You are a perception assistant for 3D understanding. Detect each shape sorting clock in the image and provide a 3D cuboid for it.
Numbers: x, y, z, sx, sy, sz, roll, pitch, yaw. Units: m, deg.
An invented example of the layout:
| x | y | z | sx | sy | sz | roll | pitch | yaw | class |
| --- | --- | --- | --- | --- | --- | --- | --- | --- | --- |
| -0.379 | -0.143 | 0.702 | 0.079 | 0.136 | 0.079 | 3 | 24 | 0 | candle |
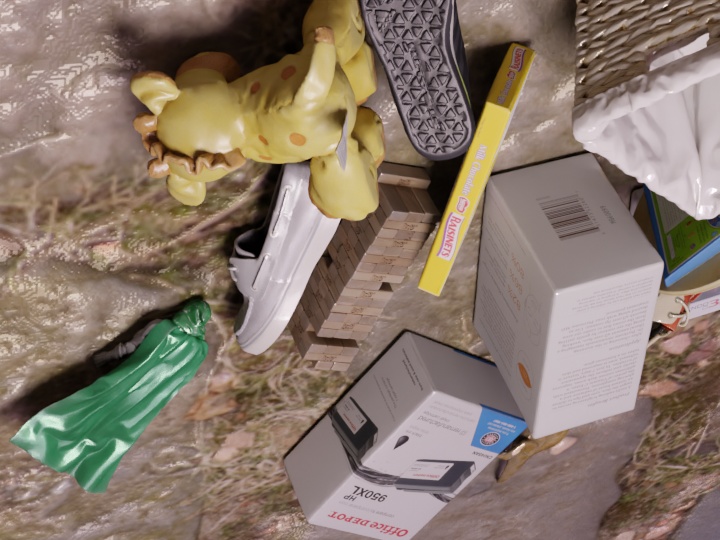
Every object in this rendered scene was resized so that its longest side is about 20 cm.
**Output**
| x | y | z | sx | sy | sz | roll | pitch | yaw | class |
| --- | --- | --- | --- | --- | --- | --- | --- | --- | --- |
| 0.315 | -0.062 | 1.395 | 0.039 | 0.200 | 0.200 | 34 | 113 | -24 | shape sorting clock |

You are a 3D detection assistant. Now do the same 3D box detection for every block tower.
| x | y | z | sx | sy | sz | roll | pitch | yaw | class |
| --- | --- | --- | --- | --- | --- | --- | --- | --- | --- |
| 0.000 | 0.000 | 1.402 | 0.054 | 0.058 | 0.201 | 6 | 129 | -33 | block tower |

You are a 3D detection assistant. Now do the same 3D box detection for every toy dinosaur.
| x | y | z | sx | sy | sz | roll | pitch | yaw | class |
| --- | --- | --- | --- | --- | --- | --- | --- | --- | --- |
| 0.172 | 0.177 | 1.675 | 0.101 | 0.058 | 0.201 | 6 | 130 | -33 | toy dinosaur |

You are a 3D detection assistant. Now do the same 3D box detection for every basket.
| x | y | z | sx | sy | sz | roll | pitch | yaw | class |
| --- | --- | --- | --- | --- | --- | --- | --- | --- | --- |
| 0.291 | -0.168 | 1.257 | 0.198 | 0.162 | 0.199 | -22 | 147 | 36 | basket |

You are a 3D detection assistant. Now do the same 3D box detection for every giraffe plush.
| x | y | z | sx | sy | sz | roll | pitch | yaw | class |
| --- | --- | --- | --- | --- | --- | --- | --- | --- | --- |
| -0.078 | -0.112 | 1.181 | 0.161 | 0.200 | 0.174 | -5 | 108 | 11 | giraffe plush |

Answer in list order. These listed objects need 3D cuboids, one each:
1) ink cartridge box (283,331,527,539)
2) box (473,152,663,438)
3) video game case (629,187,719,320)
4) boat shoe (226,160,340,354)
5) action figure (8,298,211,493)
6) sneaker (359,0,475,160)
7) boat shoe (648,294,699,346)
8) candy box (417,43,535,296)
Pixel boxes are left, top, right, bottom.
| x | y | z | sx | sy | sz | roll | pitch | yaw | class |
| --- | --- | --- | --- | --- | --- | --- | --- | --- | --- |
| 0.044 | 0.171 | 1.581 | 0.144 | 0.084 | 0.200 | 21 | 121 | -40 | ink cartridge box |
| 0.183 | 0.024 | 1.448 | 0.106 | 0.153 | 0.201 | -14 | 139 | -14 | box |
| 0.345 | -0.026 | 1.580 | 0.181 | 0.023 | 0.201 | -17 | 138 | -12 | video game case |
| -0.075 | -0.012 | 1.347 | 0.068 | 0.072 | 0.200 | 19 | 132 | -14 | boat shoe |
| -0.201 | 0.100 | 1.403 | 0.200 | 0.055 | 0.118 | -44 | 136 | 9 | action figure |
| 0.044 | -0.181 | 1.233 | 0.071 | 0.083 | 0.201 | -7 | 115 | 8 | sneaker |
| 0.284 | 0.041 | 1.555 | 0.200 | 0.063 | 0.071 | -37 | 137 | 10 | boat shoe |
| 0.096 | -0.083 | 1.337 | 0.026 | 0.102 | 0.201 | 20 | 129 | 2 | candy box |
